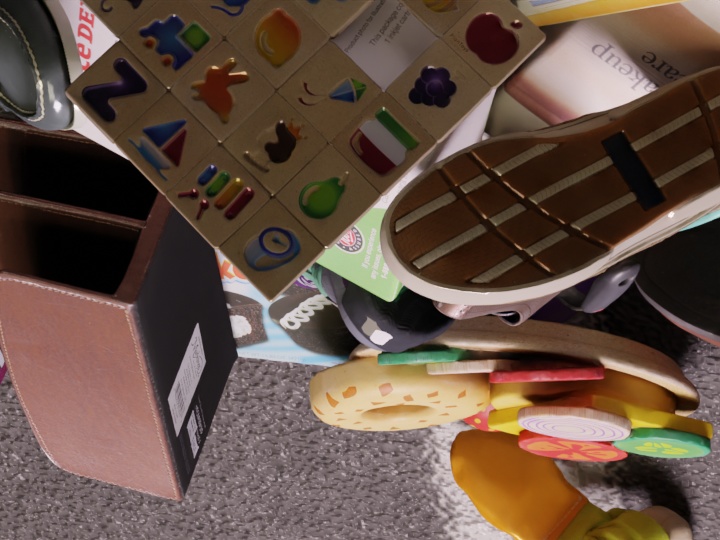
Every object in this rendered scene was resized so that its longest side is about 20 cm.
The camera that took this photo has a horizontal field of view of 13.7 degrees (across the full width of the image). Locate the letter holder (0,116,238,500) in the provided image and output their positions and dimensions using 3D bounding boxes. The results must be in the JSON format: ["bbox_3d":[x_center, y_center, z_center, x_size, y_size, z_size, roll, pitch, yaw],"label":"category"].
[{"bbox_3d":[-0.157,0.019,1.609,0.141,0.101,0.200,12,148,13],"label":"letter holder"}]

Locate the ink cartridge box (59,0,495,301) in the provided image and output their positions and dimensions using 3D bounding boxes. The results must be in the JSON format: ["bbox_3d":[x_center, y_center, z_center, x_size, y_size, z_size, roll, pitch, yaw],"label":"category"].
[{"bbox_3d":[-0.043,-0.097,1.393,0.199,0.084,0.146,28,145,11],"label":"ink cartridge box"}]

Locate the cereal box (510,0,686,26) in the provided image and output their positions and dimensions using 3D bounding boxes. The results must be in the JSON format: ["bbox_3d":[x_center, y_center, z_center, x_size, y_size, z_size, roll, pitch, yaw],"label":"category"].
[{"bbox_3d":[0.073,-0.191,1.274,0.143,0.040,0.200,-5,136,42],"label":"cereal box"}]

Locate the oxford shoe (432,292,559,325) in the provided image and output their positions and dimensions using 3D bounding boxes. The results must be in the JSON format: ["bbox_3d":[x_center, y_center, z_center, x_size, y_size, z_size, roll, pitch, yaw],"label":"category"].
[{"bbox_3d":[0.082,-0.016,1.494,0.071,0.200,0.073,38,107,17],"label":"oxford shoe"}]

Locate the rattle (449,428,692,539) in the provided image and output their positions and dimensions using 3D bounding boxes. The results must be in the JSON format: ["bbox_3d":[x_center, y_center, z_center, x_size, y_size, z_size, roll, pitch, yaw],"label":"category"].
[{"bbox_3d":[0.124,0.189,1.794,0.142,0.131,0.200,17,168,20],"label":"rattle"}]

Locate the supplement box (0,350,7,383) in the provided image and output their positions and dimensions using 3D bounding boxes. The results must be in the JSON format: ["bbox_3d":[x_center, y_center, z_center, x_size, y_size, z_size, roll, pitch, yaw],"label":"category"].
[{"bbox_3d":[-0.283,0.051,1.694,0.130,0.201,0.103,1,136,21],"label":"supplement box"}]

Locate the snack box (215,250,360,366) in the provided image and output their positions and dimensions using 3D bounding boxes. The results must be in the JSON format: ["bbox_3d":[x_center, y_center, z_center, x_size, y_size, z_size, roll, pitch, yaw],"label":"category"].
[{"bbox_3d":[-0.084,-0.002,1.682,0.199,0.037,0.116,5,139,16],"label":"snack box"}]

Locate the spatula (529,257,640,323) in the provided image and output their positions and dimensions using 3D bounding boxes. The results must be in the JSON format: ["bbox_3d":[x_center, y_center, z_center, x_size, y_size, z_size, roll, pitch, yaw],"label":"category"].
[{"bbox_3d":[0.116,0.013,1.556,0.021,0.056,0.200,62,168,1],"label":"spatula"}]

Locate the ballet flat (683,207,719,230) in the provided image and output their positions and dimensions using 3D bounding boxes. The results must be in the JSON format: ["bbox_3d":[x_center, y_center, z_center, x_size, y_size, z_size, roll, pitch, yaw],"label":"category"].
[{"bbox_3d":[0.217,-0.080,1.465,0.199,0.067,0.067,-20,105,34],"label":"ballet flat"}]

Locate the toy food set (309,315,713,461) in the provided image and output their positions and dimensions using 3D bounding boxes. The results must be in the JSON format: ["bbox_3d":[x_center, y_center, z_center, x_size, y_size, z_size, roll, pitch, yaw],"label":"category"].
[{"bbox_3d":[0.086,0.066,1.623,0.199,0.049,0.198,15,164,-29],"label":"toy food set"}]

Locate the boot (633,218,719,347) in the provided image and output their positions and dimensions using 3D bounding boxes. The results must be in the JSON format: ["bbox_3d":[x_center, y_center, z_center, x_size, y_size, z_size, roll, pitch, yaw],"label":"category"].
[{"bbox_3d":[0.243,0.056,1.608,0.187,0.069,0.200,11,156,18],"label":"boot"}]

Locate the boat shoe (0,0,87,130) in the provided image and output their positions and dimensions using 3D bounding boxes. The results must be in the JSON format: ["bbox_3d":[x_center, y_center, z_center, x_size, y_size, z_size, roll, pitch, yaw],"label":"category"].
[{"bbox_3d":[-0.186,-0.108,1.408,0.200,0.062,0.073,38,138,53],"label":"boat shoe"}]

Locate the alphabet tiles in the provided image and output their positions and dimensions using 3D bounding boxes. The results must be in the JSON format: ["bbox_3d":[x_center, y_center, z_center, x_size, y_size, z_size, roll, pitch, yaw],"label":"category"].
[{"bbox_3d":[-0.047,-0.112,1.310,0.200,0.167,0.008,45,173,13],"label":"alphabet tiles"}]

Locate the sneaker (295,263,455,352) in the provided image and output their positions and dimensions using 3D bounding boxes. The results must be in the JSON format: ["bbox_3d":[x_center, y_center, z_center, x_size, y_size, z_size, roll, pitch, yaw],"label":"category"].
[{"bbox_3d":[0.000,0.000,1.515,0.074,0.200,0.087,42,113,-16],"label":"sneaker"}]

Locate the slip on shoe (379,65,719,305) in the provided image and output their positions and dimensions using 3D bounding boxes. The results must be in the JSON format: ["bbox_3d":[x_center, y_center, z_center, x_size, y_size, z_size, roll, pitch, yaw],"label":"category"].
[{"bbox_3d":[0.096,-0.034,1.350,0.076,0.199,0.061,60,159,10],"label":"slip on shoe"}]

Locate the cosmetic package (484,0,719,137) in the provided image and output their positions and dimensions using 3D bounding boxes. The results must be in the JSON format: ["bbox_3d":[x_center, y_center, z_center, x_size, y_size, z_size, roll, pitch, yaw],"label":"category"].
[{"bbox_3d":[0.151,-0.122,1.413,0.103,0.088,0.200,31,139,-14],"label":"cosmetic package"}]
